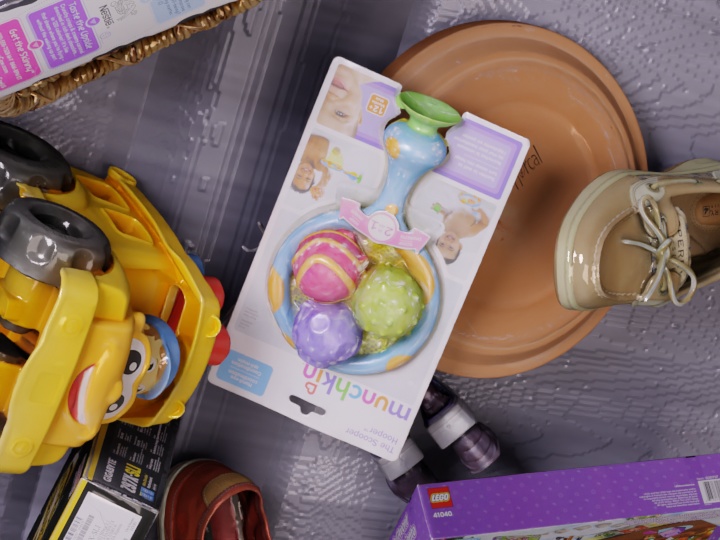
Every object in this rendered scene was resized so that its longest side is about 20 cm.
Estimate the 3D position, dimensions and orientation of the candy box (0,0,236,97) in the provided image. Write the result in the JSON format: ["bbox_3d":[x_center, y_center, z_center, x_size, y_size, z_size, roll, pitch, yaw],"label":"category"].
[{"bbox_3d":[-0.177,-0.169,1.346,0.199,0.168,0.072,-22,152,-3],"label":"candy box"}]

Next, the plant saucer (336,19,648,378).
[{"bbox_3d":[0.077,-0.038,1.617,0.200,0.032,0.201,-5,101,-28],"label":"plant saucer"}]

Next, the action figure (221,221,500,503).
[{"bbox_3d":[-0.006,0.046,1.649,0.130,0.069,0.200,-33,118,8],"label":"action figure"}]

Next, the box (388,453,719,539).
[{"bbox_3d":[0.115,0.163,1.725,0.199,0.039,0.137,-4,150,-17],"label":"box"}]

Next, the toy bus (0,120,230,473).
[{"bbox_3d":[-0.141,0.023,1.519,0.191,0.200,0.136,14,111,-33],"label":"toy bus"}]

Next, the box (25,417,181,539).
[{"bbox_3d":[-0.154,0.151,1.570,0.049,0.200,0.160,25,107,-6],"label":"box"}]

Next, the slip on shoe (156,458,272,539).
[{"bbox_3d":[-0.072,0.208,1.671,0.074,0.061,0.201,-14,100,-35],"label":"slip on shoe"}]

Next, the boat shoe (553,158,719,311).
[{"bbox_3d":[0.177,-0.023,1.621,0.200,0.062,0.074,-24,118,-49],"label":"boat shoe"}]

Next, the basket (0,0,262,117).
[{"bbox_3d":[-0.104,-0.143,1.446,0.199,0.149,0.143,-26,149,-6],"label":"basket"}]

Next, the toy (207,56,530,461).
[{"bbox_3d":[0.000,0.000,1.551,0.115,0.047,0.201,23,107,3],"label":"toy"}]
